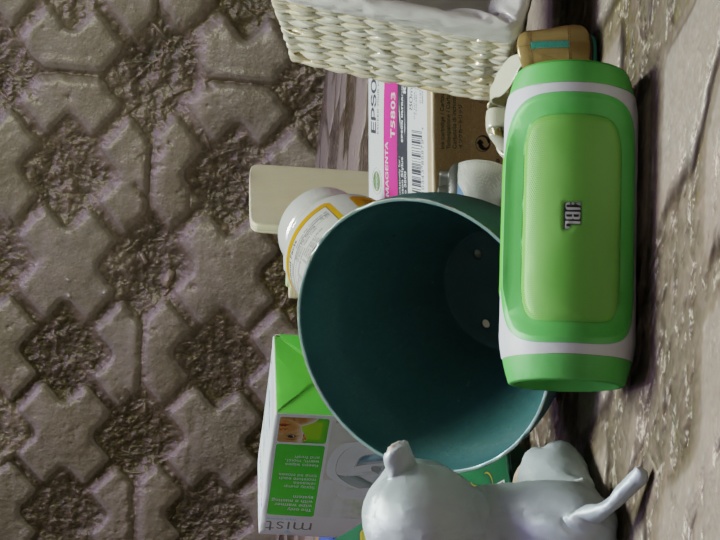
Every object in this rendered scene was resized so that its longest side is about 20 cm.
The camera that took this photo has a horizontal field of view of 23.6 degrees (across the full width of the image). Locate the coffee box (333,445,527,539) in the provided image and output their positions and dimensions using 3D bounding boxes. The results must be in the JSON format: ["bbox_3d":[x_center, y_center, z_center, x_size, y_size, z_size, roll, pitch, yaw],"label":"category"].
[{"bbox_3d":[0.055,0.226,1.322,0.200,0.044,0.123,-36,37,27],"label":"coffee box"}]

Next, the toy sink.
[{"bbox_3d":[-0.040,-0.043,2.109,0.130,0.200,0.112,-97,12,-53],"label":"toy sink"}]

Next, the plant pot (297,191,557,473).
[{"bbox_3d":[0.074,0.030,1.250,0.135,0.200,0.200,-27,-51,-55],"label":"plant pot"}]

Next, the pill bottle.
[{"bbox_3d":[0.000,0.000,1.493,0.200,0.113,0.113,-136,47,-57],"label":"pill bottle"}]

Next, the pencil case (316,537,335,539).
[{"bbox_3d":[-0.010,0.362,2.150,0.200,0.078,0.087,-125,9,-79],"label":"pencil case"}]

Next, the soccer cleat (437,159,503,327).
[{"bbox_3d":[0.100,0.008,1.358,0.070,0.086,0.200,-76,-11,-60],"label":"soccer cleat"}]

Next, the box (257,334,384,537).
[{"bbox_3d":[0.013,0.151,1.532,0.097,0.200,0.177,-93,10,-45],"label":"box"}]

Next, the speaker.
[{"bbox_3d":[0.131,-0.027,1.086,0.088,0.088,0.200,126,147,-78],"label":"speaker"}]

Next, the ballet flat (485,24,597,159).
[{"bbox_3d":[0.124,-0.126,1.298,0.200,0.063,0.069,106,164,-63],"label":"ballet flat"}]

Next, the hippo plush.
[{"bbox_3d":[0.077,0.190,1.113,0.200,0.161,0.159,-176,90,-84],"label":"hippo plush"}]

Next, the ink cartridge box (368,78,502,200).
[{"bbox_3d":[0.067,-0.120,1.552,0.165,0.075,0.200,-161,68,-68],"label":"ink cartridge box"}]

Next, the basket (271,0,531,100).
[{"bbox_3d":[0.047,-0.254,1.322,0.161,0.200,0.198,73,-151,-72],"label":"basket"}]
